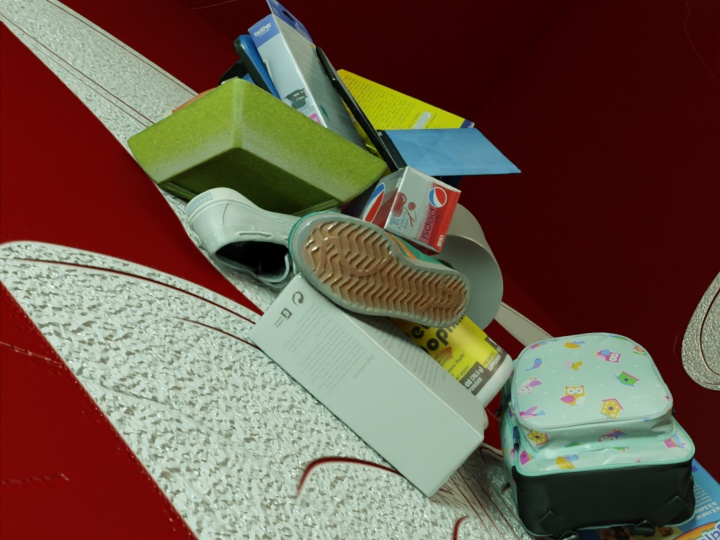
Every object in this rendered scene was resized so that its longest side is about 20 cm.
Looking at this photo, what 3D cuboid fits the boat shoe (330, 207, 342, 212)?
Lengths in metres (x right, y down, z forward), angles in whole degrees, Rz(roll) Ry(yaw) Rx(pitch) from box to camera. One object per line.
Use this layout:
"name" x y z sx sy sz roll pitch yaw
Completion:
"boat shoe" 0.000 0.000 0.988 0.062 0.075 0.200 9 38 -46

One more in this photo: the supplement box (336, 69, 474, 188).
"supplement box" 0.032 -0.159 1.060 0.199 0.110 0.109 25 -33 14

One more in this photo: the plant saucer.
"plant saucer" -0.108 -0.099 0.820 0.200 0.199 0.048 24 63 -40

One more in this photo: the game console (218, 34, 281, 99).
"game console" -0.108 -0.168 0.973 0.200 0.118 0.171 57 18 -7

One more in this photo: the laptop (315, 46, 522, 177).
"laptop" 0.058 -0.181 0.896 0.200 0.116 0.187 53 8 -25

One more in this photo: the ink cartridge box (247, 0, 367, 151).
"ink cartridge box" -0.060 -0.206 0.904 0.201 0.042 0.119 67 17 10

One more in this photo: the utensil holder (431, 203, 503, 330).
"utensil holder" 0.111 -0.002 1.150 0.170 0.170 0.200 39 12 -12

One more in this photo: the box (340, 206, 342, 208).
"box" 0.023 -0.104 1.258 0.200 0.157 0.050 35 34 -32

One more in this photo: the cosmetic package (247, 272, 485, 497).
"cosmetic package" 0.010 0.087 0.690 0.200 0.071 0.101 41 11 2

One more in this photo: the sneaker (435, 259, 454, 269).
"sneaker" 0.096 0.072 0.900 0.091 0.076 0.200 -111 179 -50

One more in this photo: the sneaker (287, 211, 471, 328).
"sneaker" 0.006 -0.003 0.686 0.200 0.072 0.080 24 2 -42

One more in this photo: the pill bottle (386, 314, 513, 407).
"pill bottle" 0.047 0.065 0.806 0.200 0.109 0.109 42 11 6

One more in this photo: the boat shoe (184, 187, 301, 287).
"boat shoe" -0.093 -0.017 0.794 0.201 0.070 0.072 24 37 -59

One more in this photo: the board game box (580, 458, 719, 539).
"board game box" 0.285 0.247 0.804 0.200 0.152 0.045 -120 -172 -59

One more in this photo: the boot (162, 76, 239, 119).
"boot" -0.158 -0.126 0.956 0.075 0.107 0.200 -113 -179 -47

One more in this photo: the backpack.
"backpack" 0.223 0.149 0.804 0.200 0.175 0.154 -82 161 -69

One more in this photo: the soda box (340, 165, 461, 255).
"soda box" 0.029 -0.051 0.847 0.063 0.070 0.200 23 -9 -15
